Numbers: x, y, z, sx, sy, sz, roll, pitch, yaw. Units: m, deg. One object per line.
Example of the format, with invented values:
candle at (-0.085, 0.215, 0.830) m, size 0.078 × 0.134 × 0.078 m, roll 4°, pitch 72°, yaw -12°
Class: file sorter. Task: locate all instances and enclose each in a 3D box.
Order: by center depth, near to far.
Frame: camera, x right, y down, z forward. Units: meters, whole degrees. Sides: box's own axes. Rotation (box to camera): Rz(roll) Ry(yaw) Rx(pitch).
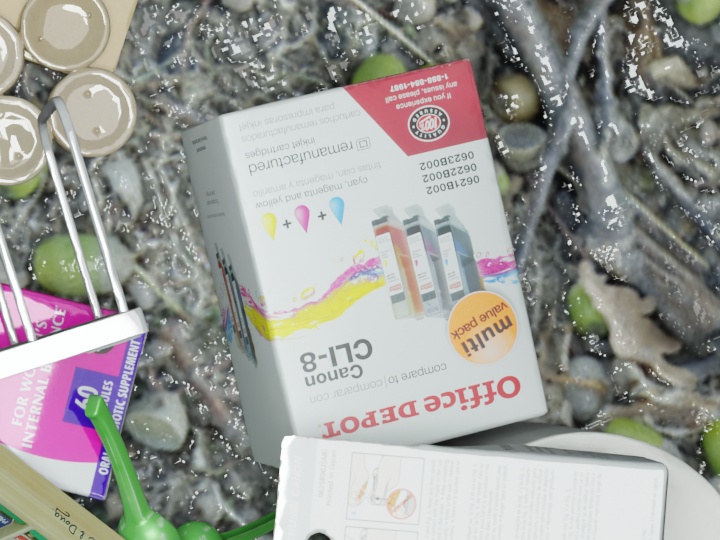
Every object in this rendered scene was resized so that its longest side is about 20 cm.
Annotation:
file sorter at (-0.225, 0.005, 1.344) m, size 0.200 × 0.139 × 0.125 m, roll -18°, pitch 91°, yaw -11°

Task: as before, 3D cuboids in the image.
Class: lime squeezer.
lime squeezer at (-0.098, 0.132, 1.468) m, size 0.038 × 0.200 × 0.071 m, roll -13°, pitch 63°, yaw 29°

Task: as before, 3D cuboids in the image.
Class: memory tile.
memory tile at (-0.219, -0.141, 1.489) m, size 0.153 × 0.017 × 0.200 m, roll -21°, pitch 94°, yaw -10°

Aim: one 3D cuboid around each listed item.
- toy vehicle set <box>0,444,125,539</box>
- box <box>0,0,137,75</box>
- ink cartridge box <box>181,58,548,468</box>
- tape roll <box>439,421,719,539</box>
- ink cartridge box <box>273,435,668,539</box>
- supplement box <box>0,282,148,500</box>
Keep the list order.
toy vehicle set at (-0.181, 0.159, 1.440) m, size 0.200 × 0.124 × 0.027 m, roll 41°, pitch 45°, yaw -25°
box at (-0.209, -0.211, 1.511) m, size 0.200 × 0.021 × 0.164 m, roll 19°, pitch 86°, yaw -11°
ink cartridge box at (0.000, 0.000, 1.491) m, size 0.145 × 0.145 × 0.200 m, roll -14°, pitch 93°, yaw -12°
tape roll at (0.107, 0.186, 1.514) m, size 0.202 × 0.139 × 0.203 m, roll 0°, pitch 90°, yaw -12°
ink cartridge box at (0.051, 0.168, 1.375) m, size 0.200 × 0.057 × 0.163 m, roll 5°, pitch 88°, yaw -4°
supplement box at (-0.226, 0.050, 1.464) m, size 0.200 × 0.103 × 0.101 m, roll 14°, pitch 88°, yaw -10°
